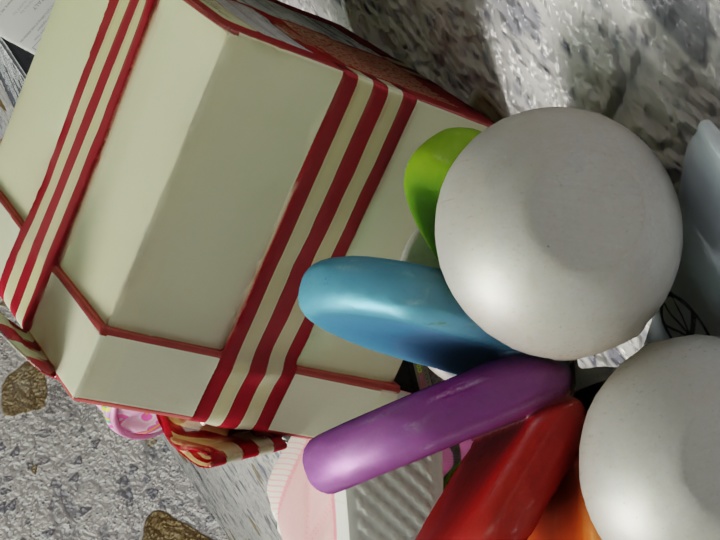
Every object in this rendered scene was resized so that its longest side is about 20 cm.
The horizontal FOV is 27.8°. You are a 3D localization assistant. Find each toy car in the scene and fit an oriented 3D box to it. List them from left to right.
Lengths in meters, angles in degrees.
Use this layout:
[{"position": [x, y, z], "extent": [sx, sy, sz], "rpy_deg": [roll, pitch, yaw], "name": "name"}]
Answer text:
[{"position": [0.054, 0.051, 0.520], "extent": [0.201, 0.149, 0.175], "rpy_deg": [59, 170, 5], "name": "toy car"}]

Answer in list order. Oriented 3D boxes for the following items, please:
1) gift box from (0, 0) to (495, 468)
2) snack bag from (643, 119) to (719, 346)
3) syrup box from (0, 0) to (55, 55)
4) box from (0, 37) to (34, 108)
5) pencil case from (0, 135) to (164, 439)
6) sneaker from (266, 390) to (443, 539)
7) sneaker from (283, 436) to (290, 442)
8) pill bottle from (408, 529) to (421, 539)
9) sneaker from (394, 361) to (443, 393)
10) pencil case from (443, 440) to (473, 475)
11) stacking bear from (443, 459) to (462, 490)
[{"position": [-0.080, -0.033, 0.663], "extent": [0.199, 0.188, 0.185], "rpy_deg": [15, -164, -33], "name": "gift box"}, {"position": [0.167, 0.063, 0.502], "extent": [0.189, 0.021, 0.200], "rpy_deg": [54, 167, 25], "name": "snack bag"}, {"position": [-0.173, -0.173, 0.896], "extent": [0.079, 0.081, 0.200], "rpy_deg": [51, -166, 30], "name": "syrup box"}, {"position": [-0.191, -0.129, 1.118], "extent": [0.199, 0.123, 0.200], "rpy_deg": [54, 166, 24], "name": "box"}, {"position": [-0.157, 0.003, 0.830], "extent": [0.200, 0.087, 0.088], "rpy_deg": [48, 162, 28], "name": "pencil case"}, {"position": [-0.004, 0.160, 0.750], "extent": [0.105, 0.075, 0.202], "rpy_deg": [178, 95, -67], "name": "sneaker"}, {"position": [-0.060, 0.058, 0.843], "extent": [0.200, 0.084, 0.077], "rpy_deg": [44, -177, 19], "name": "sneaker"}, {"position": [0.108, 0.180, 0.610], "extent": [0.199, 0.113, 0.113], "rpy_deg": [9, 138, 27], "name": "pill bottle"}, {"position": [0.000, 0.000, 0.801], "extent": [0.200, 0.087, 0.074], "rpy_deg": [50, 163, 33], "name": "sneaker"}, {"position": [0.079, 0.196, 0.935], "extent": [0.093, 0.091, 0.201], "rpy_deg": [-32, 88, 45], "name": "pencil case"}, {"position": [0.088, 0.137, 0.749], "extent": [0.200, 0.120, 0.115], "rpy_deg": [109, 155, -59], "name": "stacking bear"}]
